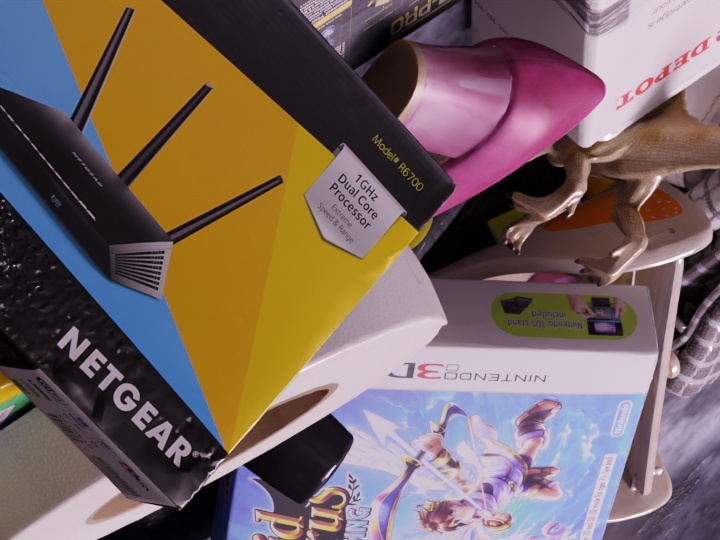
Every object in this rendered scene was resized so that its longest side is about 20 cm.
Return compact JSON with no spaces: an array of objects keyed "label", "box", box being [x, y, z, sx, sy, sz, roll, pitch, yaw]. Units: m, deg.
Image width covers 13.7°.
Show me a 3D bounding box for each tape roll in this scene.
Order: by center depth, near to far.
[{"label":"tape roll","box":[-0.063,0.053,1.120,0.203,0.037,0.203,-28,172,-4]}]

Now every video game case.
[{"label":"video game case","box":[0.029,0.084,1.389,0.181,0.045,0.200,2,138,-7]}]

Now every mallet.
[{"label":"mallet","box":[0.000,0.000,1.285,0.200,0.066,0.041,-61,-175,-12]}]

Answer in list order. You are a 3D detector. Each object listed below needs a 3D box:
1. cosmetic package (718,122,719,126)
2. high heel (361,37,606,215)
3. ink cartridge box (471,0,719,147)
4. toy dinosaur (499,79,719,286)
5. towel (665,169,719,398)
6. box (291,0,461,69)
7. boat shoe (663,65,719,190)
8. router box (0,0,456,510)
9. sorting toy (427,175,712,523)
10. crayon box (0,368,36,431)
[{"label":"cosmetic package","box":[0.244,-0.131,1.362,0.105,0.071,0.200,15,98,-22]},{"label":"high heel","box":[0.013,-0.032,1.234,0.096,0.067,0.200,5,142,-32]},{"label":"ink cartridge box","box":[0.124,-0.169,1.237,0.145,0.084,0.200,-34,150,-21]},{"label":"toy dinosaur","box":[0.114,-0.050,1.298,0.101,0.200,0.058,-54,127,-17]},{"label":"towel","box":[0.234,-0.020,1.529,0.200,0.086,0.166,-18,165,-46]},{"label":"box","box":[-0.032,-0.115,1.102,0.200,0.049,0.161,-34,157,-15]},{"label":"boat shoe","box":[0.212,-0.110,1.455,0.071,0.069,0.200,-5,134,-56]},{"label":"router box","box":[-0.086,-0.044,0.973,0.200,0.051,0.149,46,71,-19]},{"label":"sorting toy","box":[0.059,0.040,1.427,0.180,0.107,0.200,-17,141,-16]},{"label":"crayon box","box":[-0.130,0.032,1.098,0.172,0.058,0.200,-25,171,-27]}]
